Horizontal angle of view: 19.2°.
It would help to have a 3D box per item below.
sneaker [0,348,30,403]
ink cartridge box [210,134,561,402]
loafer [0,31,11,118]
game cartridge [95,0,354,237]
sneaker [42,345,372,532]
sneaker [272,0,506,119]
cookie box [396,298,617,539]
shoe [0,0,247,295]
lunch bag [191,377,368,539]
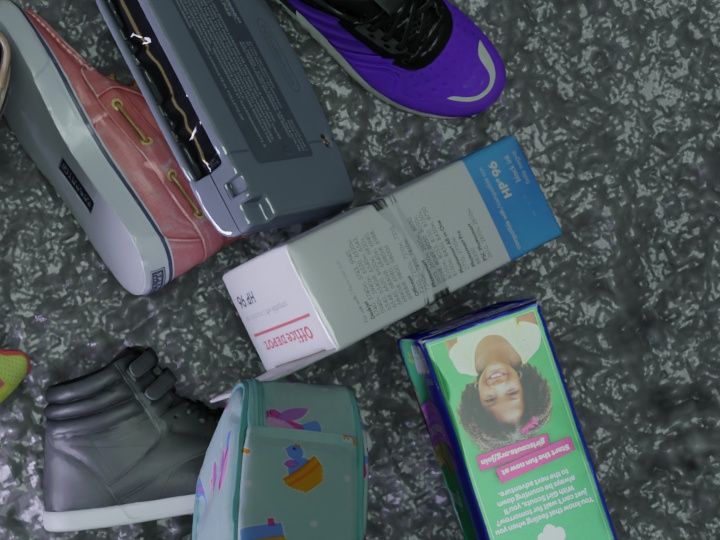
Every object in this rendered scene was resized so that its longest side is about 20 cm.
[{"bbox_3d":[-0.264,0.002,1.249,0.090,0.078,0.201,-31,96,-14],"label":"sneaker"},{"bbox_3d":[0.000,0.000,1.222,0.199,0.116,0.068,-27,91,-24],"label":"ink cartridge box"},{"bbox_3d":[-0.245,-0.047,1.192,0.072,0.063,0.201,22,72,-17],"label":"loafer"},{"bbox_3d":[-0.081,-0.115,1.238,0.040,0.133,0.201,-32,81,32],"label":"game cartridge"},{"bbox_3d":[-0.096,0.088,1.256,0.199,0.071,0.100,-10,93,-2],"label":"sneaker"},{"bbox_3d":[0.009,-0.154,1.254,0.200,0.099,0.070,35,85,-16],"label":"sneaker"},{"bbox_3d":[0.090,0.123,1.224,0.075,0.171,0.201,-19,89,-3],"label":"cookie box"},{"bbox_3d":[-0.143,-0.086,1.266,0.091,0.072,0.200,-28,78,-29],"label":"shoe"},{"bbox_3d":[-0.049,0.171,1.127,0.077,0.161,0.201,8,61,-12],"label":"lunch bag"}]
